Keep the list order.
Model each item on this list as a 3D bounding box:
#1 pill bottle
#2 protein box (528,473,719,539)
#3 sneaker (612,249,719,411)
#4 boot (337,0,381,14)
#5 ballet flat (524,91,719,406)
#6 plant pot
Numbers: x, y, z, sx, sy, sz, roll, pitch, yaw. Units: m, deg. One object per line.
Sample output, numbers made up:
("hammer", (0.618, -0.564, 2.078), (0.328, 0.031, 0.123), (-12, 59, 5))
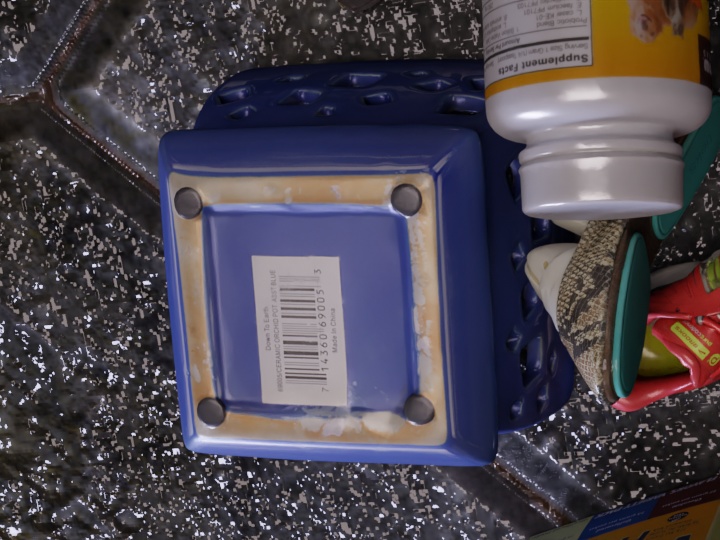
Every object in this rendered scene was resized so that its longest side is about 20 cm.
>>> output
("pill bottle", (0.113, -0.128, 0.981), (0.109, 0.109, 0.201), (-3, 85, 20))
("protein box", (0.162, 0.245, 1.080), (0.134, 0.200, 0.199), (-22, 97, 23))
("sneaker", (0.194, 0.024, 1.044), (0.077, 0.085, 0.200), (50, 137, -2))
("boot", (-0.064, -0.185, 1.099), (0.174, 0.200, 0.069), (28, 78, -20))
("ballet flat", (0.127, -0.019, 1.046), (0.075, 0.201, 0.068), (9, 147, 24))
("plant pot", (0.000, 0.000, 1.083), (0.199, 0.180, 0.201), (1, 105, 18))
